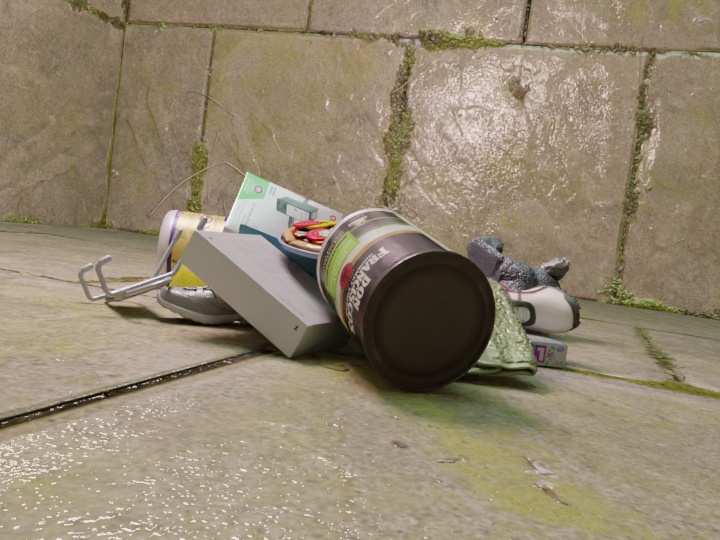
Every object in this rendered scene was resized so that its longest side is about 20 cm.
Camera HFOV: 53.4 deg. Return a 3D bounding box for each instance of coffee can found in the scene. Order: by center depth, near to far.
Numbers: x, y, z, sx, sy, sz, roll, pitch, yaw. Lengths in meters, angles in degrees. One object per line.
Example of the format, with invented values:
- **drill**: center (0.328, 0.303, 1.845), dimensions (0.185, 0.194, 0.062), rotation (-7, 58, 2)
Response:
- **coffee can**: center (0.042, 0.024, 0.801), dimensions (0.143, 0.149, 0.200), rotation (6, 15, -19)

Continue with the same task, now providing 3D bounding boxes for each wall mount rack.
- **wall mount rack**: center (-0.306, -0.010, 1.033), dimensions (0.172, 0.076, 0.199), rotation (-23, 7, -32)

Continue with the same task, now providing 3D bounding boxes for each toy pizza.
- **toy pizza**: center (-0.015, -0.048, 0.980), dimensions (0.196, 0.032, 0.200), rotation (4, 15, -1)

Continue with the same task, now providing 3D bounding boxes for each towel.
- **towel**: center (0.135, 0.066, 0.903), dimensions (0.145, 0.037, 0.201), rotation (3, 30, -8)

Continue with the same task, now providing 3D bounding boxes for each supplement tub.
- **supplement tub**: center (-0.277, -0.031, 1.367), dimensions (0.196, 0.149, 0.145), rotation (7, 3, -5)

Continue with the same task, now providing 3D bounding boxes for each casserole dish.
- **casserole dish**: center (-0.103, -0.012, 1.057), dimensions (0.198, 0.039, 0.121), rotation (23, -9, 30)

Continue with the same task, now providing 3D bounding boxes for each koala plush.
- **koala plush**: center (0.315, 0.044, 1.390), dimensions (0.197, 0.181, 0.183), rotation (6, 15, -29)

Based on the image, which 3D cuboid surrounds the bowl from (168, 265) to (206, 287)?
- **bowl**: center (-0.217, 0.007, 1.183), dimensions (0.196, 0.110, 0.200), rotation (7, 4, 0)

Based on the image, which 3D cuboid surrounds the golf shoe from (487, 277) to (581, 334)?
- **golf shoe**: center (0.240, 0.065, 1.102), dimensions (0.087, 0.079, 0.198), rotation (-22, 20, -41)

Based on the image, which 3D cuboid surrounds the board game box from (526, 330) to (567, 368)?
- **board game box**: center (0.209, 0.106, 1.097), dimensions (0.132, 0.035, 0.200), rotation (7, 3, -12)

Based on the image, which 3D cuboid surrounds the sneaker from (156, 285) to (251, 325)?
- **sneaker**: center (-0.189, 0.032, 1.016), dimensions (0.196, 0.084, 0.074), rotation (6, 3, -27)

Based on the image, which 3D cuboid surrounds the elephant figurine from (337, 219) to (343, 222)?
- **elephant figurine**: center (0.000, 0.000, 1.144), dimensions (0.153, 0.145, 0.199), rotation (-13, 18, -34)

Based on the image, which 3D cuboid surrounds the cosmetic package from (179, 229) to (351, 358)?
- **cosmetic package**: center (-0.111, 0.025, 0.913), dimensions (0.199, 0.052, 0.150), rotation (38, 13, 21)

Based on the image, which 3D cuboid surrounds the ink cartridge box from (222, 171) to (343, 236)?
- **ink cartridge box**: center (-0.142, -0.067, 1.293), dimensions (0.197, 0.148, 0.084), rotation (22, -39, -10)
